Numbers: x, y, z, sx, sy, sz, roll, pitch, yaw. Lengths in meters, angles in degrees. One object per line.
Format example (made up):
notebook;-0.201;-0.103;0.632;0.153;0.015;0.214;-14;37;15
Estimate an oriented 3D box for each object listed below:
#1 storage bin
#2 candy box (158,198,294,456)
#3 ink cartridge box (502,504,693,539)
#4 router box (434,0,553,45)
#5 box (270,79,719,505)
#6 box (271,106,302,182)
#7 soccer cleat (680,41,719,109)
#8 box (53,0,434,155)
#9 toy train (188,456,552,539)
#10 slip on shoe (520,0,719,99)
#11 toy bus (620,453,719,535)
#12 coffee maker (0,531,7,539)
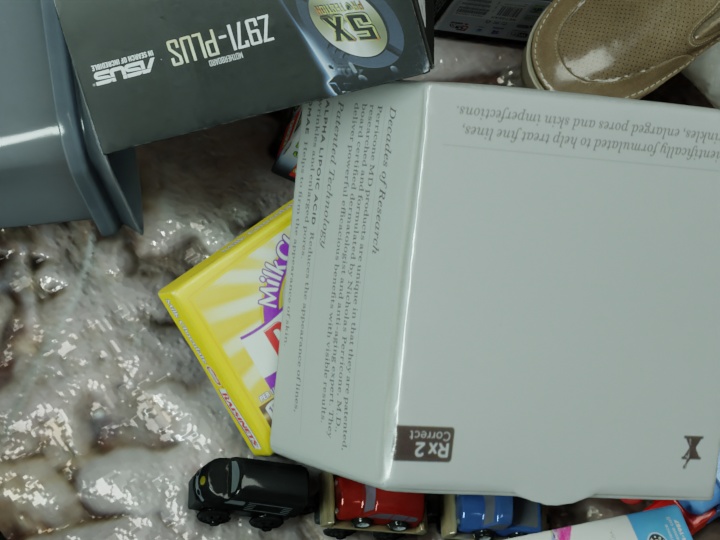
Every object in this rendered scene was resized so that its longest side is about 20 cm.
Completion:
storage bin;-0.194;-0.107;1.372;0.134;0.146;0.200;-11;67;3
candy box;0.000;0.000;1.409;0.200;0.026;0.102;-36;101;-21
ink cartridge box;0.092;0.194;1.342;0.200;0.068;0.115;-6;66;-39
router box;0.133;-0.208;1.595;0.199;0.052;0.158;6;62;-20
box;0.075;0.008;1.357;0.199;0.131;0.201;4;94;-29
box;0.009;-0.151;1.482;0.035;0.110;0.200;23;59;-10
soccer cleat;0.234;-0.103;1.533;0.069;0.085;0.200;-40;108;1
box;-0.051;-0.143;1.314;0.163;0.200;0.086;-14;110;6
toy train;0.010;0.119;1.382;0.199;0.046;0.034;8;62;-19
slip on shoe;0.174;-0.150;1.470;0.200;0.061;0.076;-28;80;-19
toy bus;0.210;0.055;1.462;0.192;0.136;0.200;-28;75;-15
coffee maker;-0.198;0.153;1.192;0.135;0.192;0.200;-38;81;-16
